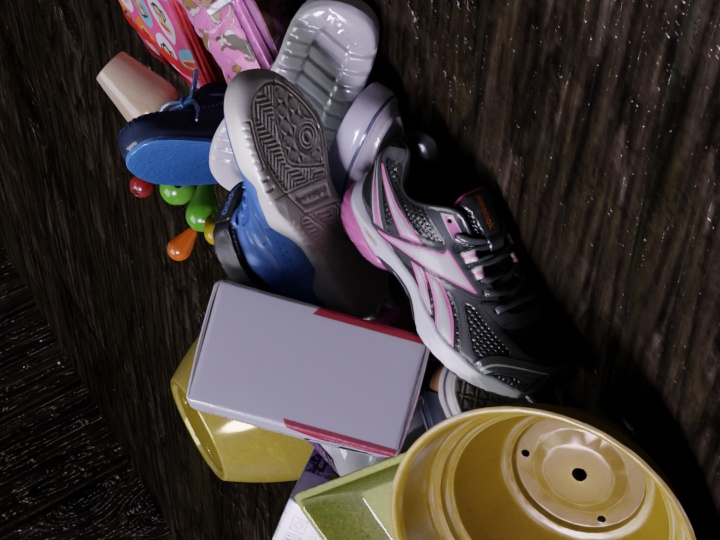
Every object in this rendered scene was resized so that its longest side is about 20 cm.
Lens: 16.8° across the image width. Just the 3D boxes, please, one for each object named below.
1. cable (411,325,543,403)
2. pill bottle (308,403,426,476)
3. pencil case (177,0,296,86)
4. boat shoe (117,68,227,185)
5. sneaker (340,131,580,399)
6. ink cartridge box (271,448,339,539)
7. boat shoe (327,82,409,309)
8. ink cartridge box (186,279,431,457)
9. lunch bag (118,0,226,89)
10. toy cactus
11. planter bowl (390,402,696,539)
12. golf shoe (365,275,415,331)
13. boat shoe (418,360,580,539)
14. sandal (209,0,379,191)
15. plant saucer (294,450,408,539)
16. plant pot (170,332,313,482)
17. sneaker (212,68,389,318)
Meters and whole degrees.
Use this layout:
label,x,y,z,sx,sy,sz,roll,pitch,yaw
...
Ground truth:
label,x,y,z,sx,sy,sz,roll,pitch,yaw
cable,0.095,0.111,1.711,0.163,0.051,0.200,32,146,64
pill bottle,0.009,0.103,1.879,0.200,0.112,0.113,43,157,52
pencil case,-0.058,-0.134,1.742,0.083,0.086,0.200,-20,99,42
boat shoe,-0.111,-0.104,1.799,0.200,0.084,0.069,1,-114,-57
sneaker,0.066,-0.007,1.548,0.200,0.080,0.086,45,135,18
ink cartridge box,0.039,0.212,1.892,0.109,0.200,0.050,-61,-6,-65
boat shoe,0.019,-0.049,1.676,0.065,0.074,0.200,28,150,18
ink cartridge box,-0.038,0.070,1.643,0.200,0.145,0.083,121,164,-84
lunch bag,-0.136,-0.215,1.887,0.200,0.082,0.176,43,160,58
toy cactus,-0.141,-0.099,1.910,0.165,0.200,0.102,44,121,1
planter bowl,0.126,0.147,1.517,0.200,0.083,0.201,13,126,18
golf shoe,0.000,0.000,1.836,0.200,0.075,0.092,50,177,47
boat shoe,0.097,0.140,1.611,0.062,0.075,0.200,-2,119,57
sandal,-0.037,-0.119,1.660,0.082,0.050,0.203,28,135,-11
plant saucer,0.072,0.209,1.734,0.200,0.048,0.200,55,145,-6
plant pot,-0.084,0.108,2.163,0.200,0.142,0.200,57,165,24
sneaker,-0.067,-0.050,1.625,0.111,0.077,0.200,5,139,39
